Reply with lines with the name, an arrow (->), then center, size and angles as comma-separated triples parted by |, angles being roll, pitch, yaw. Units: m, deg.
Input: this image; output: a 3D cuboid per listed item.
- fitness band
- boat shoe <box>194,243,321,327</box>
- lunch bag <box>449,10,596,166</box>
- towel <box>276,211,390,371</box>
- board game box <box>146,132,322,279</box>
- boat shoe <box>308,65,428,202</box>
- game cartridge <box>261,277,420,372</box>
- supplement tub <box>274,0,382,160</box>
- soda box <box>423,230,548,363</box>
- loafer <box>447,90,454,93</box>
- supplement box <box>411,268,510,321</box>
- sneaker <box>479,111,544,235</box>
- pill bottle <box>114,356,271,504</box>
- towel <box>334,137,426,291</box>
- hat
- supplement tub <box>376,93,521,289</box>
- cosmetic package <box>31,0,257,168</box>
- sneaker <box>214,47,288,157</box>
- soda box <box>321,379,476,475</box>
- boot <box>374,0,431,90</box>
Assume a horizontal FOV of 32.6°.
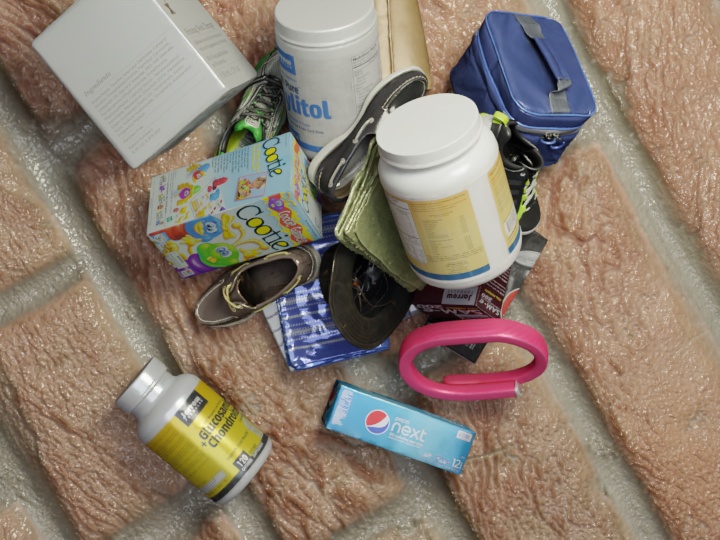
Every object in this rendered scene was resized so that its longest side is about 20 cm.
fitness band -> 0.149, 0.120, 1.632 | 0.199, 0.144, 0.038 | -6, 50, 14
boat shoe -> -0.145, 0.023, 1.621 | 0.200, 0.059, 0.072 | -25, 87, 24
lunch bag -> 0.214, -0.236, 1.601 | 0.135, 0.132, 0.200 | -2, 57, -25
towel -> -0.045, 0.025, 1.657 | 0.144, 0.024, 0.201 | -11, 94, -7
board game box -> -0.160, -0.081, 1.580 | 0.199, 0.105, 0.103 | -16, 139, 16
boat shoe -> 0.019, -0.169, 1.544 | 0.200, 0.060, 0.074 | -44, 136, 2
game cartridge -> -0.034, 0.041, 1.687 | 0.200, 0.038, 0.130 | -24, 91, -5
supplement tub -> -0.037, -0.251, 1.581 | 0.132, 0.132, 0.200 | -13, 130, -6
soda box -> 0.169, 0.021, 1.684 | 0.071, 0.063, 0.200 | 31, 90, -29
loafer -> 0.066, -0.175, 1.664 | 0.068, 0.076, 0.200 | 44, 88, -13
supplement box -> 0.147, -0.037, 1.634 | 0.061, 0.109, 0.201 | 31, 67, -46
sneaker -> 0.193, -0.116, 1.539 | 0.200, 0.083, 0.072 | 54, 54, -38
pill bottle -> -0.224, 0.209, 1.633 | 0.200, 0.112, 0.112 | 41, 88, -7
towel -> 0.049, -0.069, 1.550 | 0.200, 0.036, 0.149 | 35, 79, -48
hat -> 0.000, 0.000, 1.610 | 0.200, 0.081, 0.201 | -14, 108, -48
supplement tub -> 0.104, -0.093, 1.464 | 0.144, 0.145, 0.200 | -24, 126, -5
cosmetic package -> -0.269, -0.266, 1.556 | 0.166, 0.167, 0.200 | -37, 97, 16
sneaker -> -0.129, -0.206, 1.636 | 0.078, 0.085, 0.200 | 25, 89, -7
soda box -> 0.051, 0.214, 1.687 | 0.200, 0.068, 0.064 | 21, 90, -7
boot -> 0.007, -0.338, 1.655 | 0.175, 0.066, 0.201 | -4, 95, -6
